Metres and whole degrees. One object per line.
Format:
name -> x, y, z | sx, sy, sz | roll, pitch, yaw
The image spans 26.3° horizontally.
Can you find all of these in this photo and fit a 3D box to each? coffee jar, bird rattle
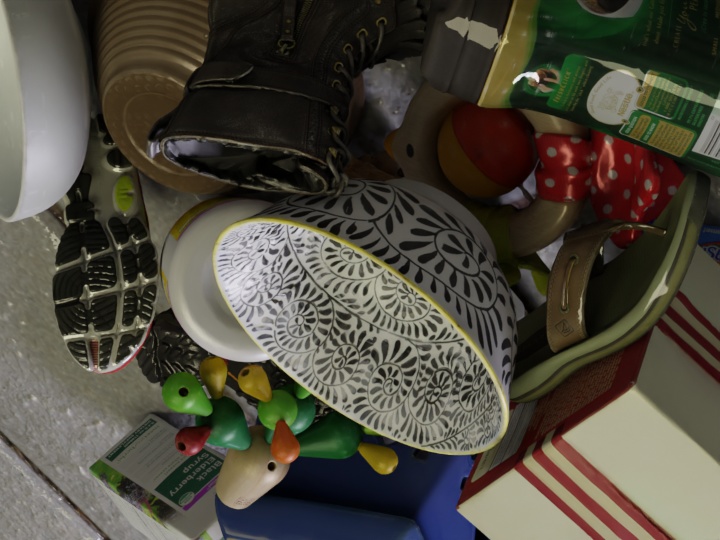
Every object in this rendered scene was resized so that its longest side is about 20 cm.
coffee jar -> 0.134, -0.121, 0.826 | 0.199, 0.105, 0.085 | 17, 141, -1
bird rattle -> 0.095, -0.059, 0.955 | 0.163, 0.113, 0.200 | 50, 137, 3

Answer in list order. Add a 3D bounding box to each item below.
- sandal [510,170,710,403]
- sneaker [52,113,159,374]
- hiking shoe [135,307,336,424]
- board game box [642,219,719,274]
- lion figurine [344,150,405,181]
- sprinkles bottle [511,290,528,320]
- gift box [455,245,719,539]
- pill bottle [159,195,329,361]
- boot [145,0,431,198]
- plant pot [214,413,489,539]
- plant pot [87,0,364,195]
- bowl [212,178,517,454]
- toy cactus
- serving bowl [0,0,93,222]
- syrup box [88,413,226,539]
sandal -> 0.126, 0.012, 0.882 | 0.057, 0.080, 0.201 | 35, 132, -13
sneaker -> -0.178, -0.015, 1.119 | 0.077, 0.201, 0.085 | -6, 155, 2
hiking shoe -> -0.068, 0.055, 1.175 | 0.199, 0.101, 0.076 | 14, 124, 18
board game box -> 0.258, 0.062, 1.011 | 0.152, 0.045, 0.200 | 9, 136, 25
lion figurine -> 0.000, 0.000, 1.089 | 0.122, 0.073, 0.200 | 33, 142, -3
sprinkles bottle -> 0.131, 0.097, 1.109 | 0.068, 0.068, 0.200 | -19, 119, 43
gift box -> 0.187, 0.121, 0.945 | 0.187, 0.185, 0.200 | 41, 134, -7
pill bottle -> -0.085, 0.000, 1.064 | 0.104, 0.104, 0.200 | 40, 177, -10
boot -> -0.014, -0.106, 0.888 | 0.199, 0.174, 0.069 | 4, 138, -1
plant pot -> 0.013, 0.192, 1.197 | 0.199, 0.180, 0.200 | 5, 134, 30
plant pot -> -0.106, -0.117, 1.025 | 0.200, 0.093, 0.201 | 18, 139, 17
bowl -> 0.021, 0.010, 0.907 | 0.200, 0.094, 0.201 | 28, 151, 17
toy cactus -> -0.050, 0.117, 1.071 | 0.165, 0.199, 0.102 | -55, 48, 40
serving bowl -> -0.226, -0.136, 1.051 | 0.200, 0.066, 0.201 | 37, 132, 55
syrup box -> -0.144, 0.200, 1.329 | 0.200, 0.079, 0.082 | 18, 144, 54
